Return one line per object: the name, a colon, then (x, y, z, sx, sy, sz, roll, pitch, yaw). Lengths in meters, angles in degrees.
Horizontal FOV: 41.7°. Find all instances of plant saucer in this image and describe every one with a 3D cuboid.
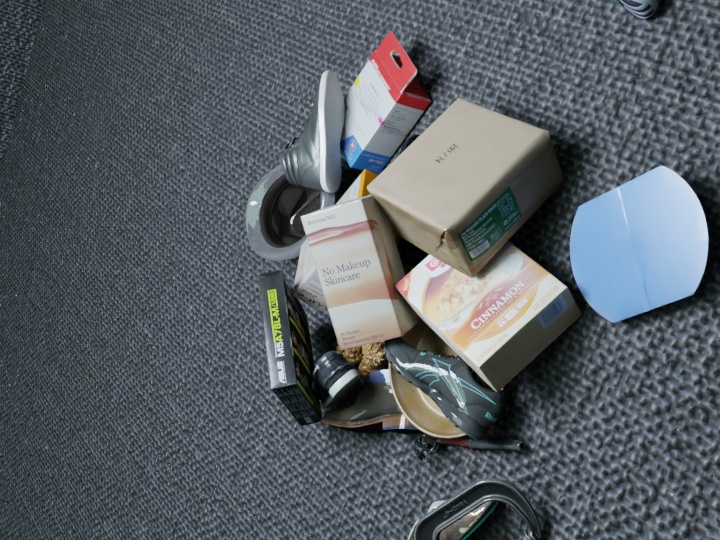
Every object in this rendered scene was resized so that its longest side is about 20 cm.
plant saucer: (0.130, 0.139, 1.359, 0.200, 0.035, 0.201, -6, 81, 39)

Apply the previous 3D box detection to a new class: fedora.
fedora: (-0.101, -0.101, 1.657, 0.200, 0.090, 0.177, -29, 64, 34)

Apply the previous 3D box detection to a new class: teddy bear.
teddy bear: (0.018, 0.092, 1.464, 0.145, 0.067, 0.200, 58, 137, 15)

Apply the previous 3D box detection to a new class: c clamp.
c clamp: (0.164, 0.366, 1.257, 0.171, 0.027, 0.200, 43, 116, -1)

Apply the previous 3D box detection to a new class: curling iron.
curling iron: (0.151, 0.250, 1.335, 0.200, 0.026, 0.050, -11, 38, 45)

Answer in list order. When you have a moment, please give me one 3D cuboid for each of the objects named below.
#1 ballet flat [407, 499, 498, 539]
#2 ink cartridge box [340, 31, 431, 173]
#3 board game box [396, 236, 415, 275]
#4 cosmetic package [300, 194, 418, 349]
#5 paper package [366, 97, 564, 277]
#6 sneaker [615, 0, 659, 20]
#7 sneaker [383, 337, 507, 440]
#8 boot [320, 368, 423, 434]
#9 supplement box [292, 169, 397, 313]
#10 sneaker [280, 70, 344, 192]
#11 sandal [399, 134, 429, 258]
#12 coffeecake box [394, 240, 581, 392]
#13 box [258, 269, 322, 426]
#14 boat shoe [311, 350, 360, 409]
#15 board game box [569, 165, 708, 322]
ballet flat: (0.112, 0.364, 1.322, 0.067, 0.068, 0.200, 40, 118, 9)
ink cartridge box: (0.038, -0.272, 1.540, 0.200, 0.067, 0.116, -52, 47, 31)
board game box: (0.040, -0.022, 1.523, 0.120, 0.032, 0.200, -11, 75, 46)
cosmetic package: (0.000, 0.000, 1.347, 0.103, 0.087, 0.200, -16, 95, 22)
paper package: (0.144, -0.119, 1.290, 0.200, 0.104, 0.191, -44, 41, -11)
sneaker: (0.331, -0.408, 1.228, 0.088, 0.074, 0.200, -49, 57, 15)
sneaker: (0.117, 0.147, 1.311, 0.200, 0.075, 0.079, 40, 96, 28)
boot: (0.023, 0.203, 1.476, 0.200, 0.075, 0.097, -6, 70, 39)
supplement box: (-0.021, -0.044, 1.492, 0.200, 0.073, 0.126, -48, 23, 36)
sneaker: (-0.084, -0.227, 1.555, 0.099, 0.071, 0.200, 1, 89, 30)
sandal: (0.087, -0.112, 1.448, 0.048, 0.075, 0.201, -24, 66, 49)
coffeecake box: (0.168, 0.039, 1.272, 0.153, 0.073, 0.200, -42, 45, -4)
box: (-0.110, 0.126, 1.500, 0.047, 0.200, 0.193, -10, 64, 5)
boat shoe: (-0.042, 0.169, 1.489, 0.060, 0.076, 0.200, 51, 161, 10)
board game box: (0.346, -0.028, 1.152, 0.200, 0.039, 0.158, -30, 66, 49)
